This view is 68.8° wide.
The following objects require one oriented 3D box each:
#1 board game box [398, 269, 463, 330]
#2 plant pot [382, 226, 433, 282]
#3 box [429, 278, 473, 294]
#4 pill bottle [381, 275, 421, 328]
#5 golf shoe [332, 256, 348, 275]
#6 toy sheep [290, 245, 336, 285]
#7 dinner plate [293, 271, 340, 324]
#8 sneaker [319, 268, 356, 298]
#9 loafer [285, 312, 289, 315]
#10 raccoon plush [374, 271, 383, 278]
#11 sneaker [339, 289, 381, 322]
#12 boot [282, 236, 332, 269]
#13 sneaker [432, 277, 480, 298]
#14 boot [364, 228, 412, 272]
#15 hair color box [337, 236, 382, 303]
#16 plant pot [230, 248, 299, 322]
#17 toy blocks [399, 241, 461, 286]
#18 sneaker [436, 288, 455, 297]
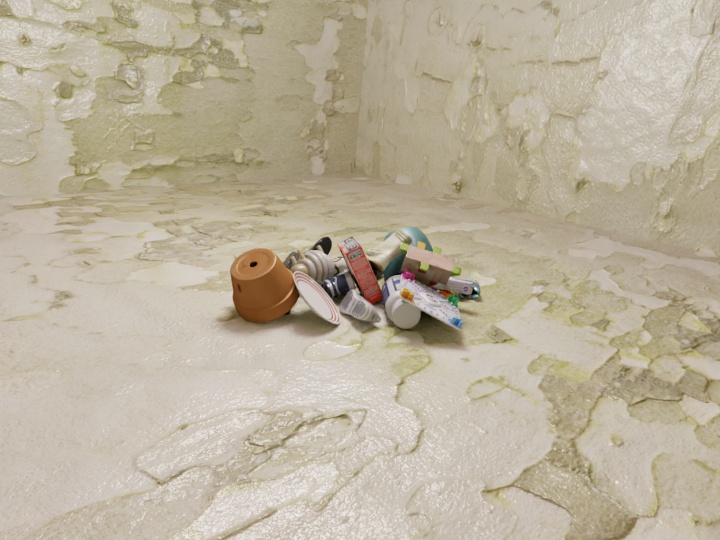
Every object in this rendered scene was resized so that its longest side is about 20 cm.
[{"bbox_3d":[0.208,0.081,1.546,0.199,0.026,0.200,28,20,-3],"label":"board game box"},{"bbox_3d":[0.164,-0.058,1.853,0.200,0.162,0.201,-11,-13,-3],"label":"plant pot"},{"bbox_3d":[0.268,0.041,1.733,0.199,0.039,0.041,11,9,21],"label":"box"},{"bbox_3d":[0.126,0.098,1.602,0.111,0.112,0.200,4,19,-4],"label":"pill bottle"},{"bbox_3d":[-0.107,-0.002,1.909,0.199,0.077,0.088,4,34,25],"label":"golf shoe"},{"bbox_3d":[-0.154,-0.010,1.780,0.138,0.138,0.200,22,27,40],"label":"toy sheep"},{"bbox_3d":[-0.132,0.084,1.549,0.200,0.024,0.200,47,10,-11],"label":"dinner plate"},{"bbox_3d":[-0.079,0.047,1.758,0.108,0.070,0.200,-20,4,-4],"label":"sneaker"},{"bbox_3d":[-0.238,0.074,1.638,0.070,0.068,0.201,13,22,-1],"label":"loafer"},{"bbox_3d":[0.001,-0.015,1.942,0.134,0.097,0.200,5,17,24],"label":"raccoon plush"},{"bbox_3d":[-0.003,0.120,1.604,0.082,0.075,0.200,34,2,-25],"label":"sneaker"},{"bbox_3d":[-0.204,-0.058,1.910,0.130,0.068,0.200,10,48,40],"label":"boot"},{"bbox_3d":[0.325,0.057,1.833,0.199,0.078,0.086,4,22,-4],"label":"sneaker"},{"bbox_3d":[0.085,-0.073,1.749,0.155,0.072,0.200,-43,17,-5],"label":"boot"},{"bbox_3d":[0.000,0.000,1.714,0.064,0.201,0.111,-26,24,-6],"label":"hair color box"},{"bbox_3d":[-0.288,0.031,1.524,0.199,0.140,0.201,-8,42,7],"label":"plant pot"},{"bbox_3d":[0.206,0.001,1.667,0.199,0.137,0.100,18,55,2],"label":"toy blocks"},{"bbox_3d":[0.272,0.101,1.694,0.077,0.073,0.200,13,22,12],"label":"sneaker"}]
